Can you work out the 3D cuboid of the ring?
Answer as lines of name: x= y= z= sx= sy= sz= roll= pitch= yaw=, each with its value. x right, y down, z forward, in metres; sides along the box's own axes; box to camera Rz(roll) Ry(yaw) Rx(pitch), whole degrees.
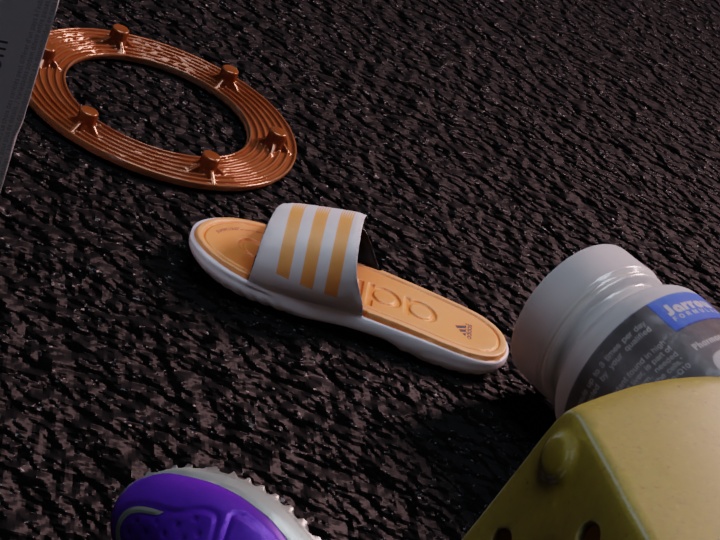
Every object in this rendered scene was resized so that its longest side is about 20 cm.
ring: x=-0.134 y=-0.115 z=1.209 sx=0.198 sy=0.019 sz=0.201 roll=20 pitch=27 yaw=-11

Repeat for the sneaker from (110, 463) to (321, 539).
sneaker: x=-0.048 y=0.157 z=0.739 sx=0.200 sy=0.070 sz=0.099 roll=38 pitch=32 yaw=25

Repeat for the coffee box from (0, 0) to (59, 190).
coffee box: x=-0.281 y=-0.131 z=0.920 sx=0.196 sy=0.201 sz=0.201 roll=10 pitch=31 yaw=-25

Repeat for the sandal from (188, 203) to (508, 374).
sandal: x=0.001 y=-0.004 z=1.075 sx=0.205 sy=0.060 sz=0.079 roll=20 pitch=27 yaw=-9

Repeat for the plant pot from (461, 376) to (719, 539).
plant pot: x=0.137 y=0.157 z=0.702 sx=0.199 sy=0.196 sz=0.195 roll=25 pitch=23 yaw=-30

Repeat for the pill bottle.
pill bottle: x=0.180 y=0.081 z=1.010 sx=0.113 sy=0.115 sz=0.200 roll=-4 pitch=39 yaw=-43
